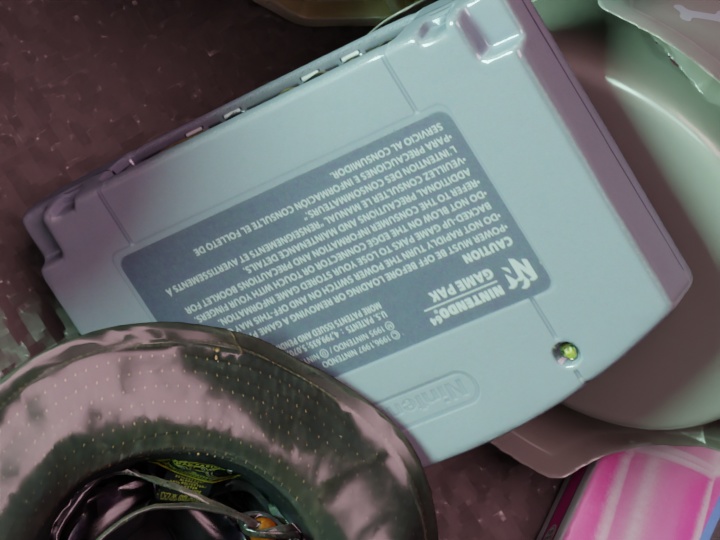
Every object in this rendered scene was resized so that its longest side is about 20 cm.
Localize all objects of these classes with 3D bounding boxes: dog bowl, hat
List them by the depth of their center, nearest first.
[{"bbox_3d":[-0.068,0.118,0.915,0.200,0.081,0.201,1,86,-19],"label":"hat"},{"bbox_3d":[0.084,-0.018,0.931,0.200,0.200,0.059,49,49,-3],"label":"dog bowl"}]

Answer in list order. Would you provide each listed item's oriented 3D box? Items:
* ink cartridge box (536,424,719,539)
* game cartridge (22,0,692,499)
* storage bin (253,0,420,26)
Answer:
[{"bbox_3d":[0.135,0.060,1.027,0.095,0.037,0.200,30,68,-9],"label":"ink cartridge box"},{"bbox_3d":[0.000,0.000,0.911,0.133,0.200,0.041,60,32,-11],"label":"game cartridge"},{"bbox_3d":[0.049,-0.194,0.979,0.198,0.094,0.200,1,72,27],"label":"storage bin"}]
